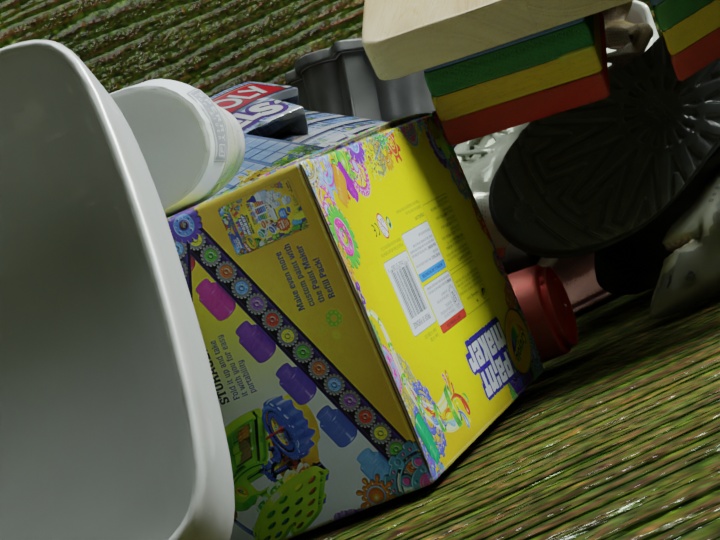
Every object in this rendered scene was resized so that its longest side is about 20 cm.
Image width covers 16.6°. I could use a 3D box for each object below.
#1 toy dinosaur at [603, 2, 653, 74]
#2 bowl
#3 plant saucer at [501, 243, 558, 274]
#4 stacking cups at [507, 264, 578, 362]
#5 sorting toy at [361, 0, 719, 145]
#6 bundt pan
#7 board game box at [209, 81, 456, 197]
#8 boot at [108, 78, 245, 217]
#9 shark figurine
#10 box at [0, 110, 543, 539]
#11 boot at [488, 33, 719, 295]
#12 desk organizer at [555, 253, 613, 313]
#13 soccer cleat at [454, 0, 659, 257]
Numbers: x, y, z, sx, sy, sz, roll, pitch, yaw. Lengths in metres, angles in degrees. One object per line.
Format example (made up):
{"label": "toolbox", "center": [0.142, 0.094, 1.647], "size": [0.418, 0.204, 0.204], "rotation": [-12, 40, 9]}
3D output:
{"label": "toy dinosaur", "center": [0.106, -0.130, 1.132], "size": [0.199, 0.058, 0.101], "rotation": [-22, 28, 26]}
{"label": "bowl", "center": [-0.135, 0.048, 0.810], "size": [0.199, 0.200, 0.075], "rotation": [-26, -26, 15]}
{"label": "plant saucer", "center": [0.000, 0.000, 1.194], "size": [0.199, 0.030, 0.200], "rotation": [-6, 26, 3]}
{"label": "stacking cups", "center": [-0.003, 0.045, 1.078], "size": [0.199, 0.061, 0.060], "rotation": [-21, 2, 14]}
{"label": "sorting toy", "center": [0.108, -0.141, 1.022], "size": [0.198, 0.070, 0.200], "rotation": [-17, 30, 13]}
{"label": "bundt pan", "center": [0.060, -0.084, 1.413], "size": [0.201, 0.076, 0.202], "rotation": [-4, -7, 0]}
{"label": "board game box", "center": [-0.082, -0.042, 1.195], "size": [0.199, 0.062, 0.200], "rotation": [11, 29, 34]}
{"label": "boot", "center": [-0.142, -0.024, 1.016], "size": [0.199, 0.074, 0.096], "rotation": [-15, -3, 7]}
{"label": "shark figurine", "center": [0.210, -0.061, 1.016], "size": [0.128, 0.089, 0.215], "rotation": [-41, -14, -41]}
{"label": "box", "center": [-0.055, 0.037, 0.950], "size": [0.192, 0.122, 0.200], "rotation": [-22, 2, 18]}
{"label": "boot", "center": [0.123, -0.037, 1.134], "size": [0.165, 0.066, 0.200], "rotation": [-37, -12, -12]}
{"label": "desk organizer", "center": [0.058, -0.001, 1.341], "size": [0.072, 0.077, 0.200], "rotation": [-24, 3, -37]}
{"label": "soccer cleat", "center": [0.084, -0.070, 1.187], "size": [0.069, 0.078, 0.200], "rotation": [11, 30, 35]}
